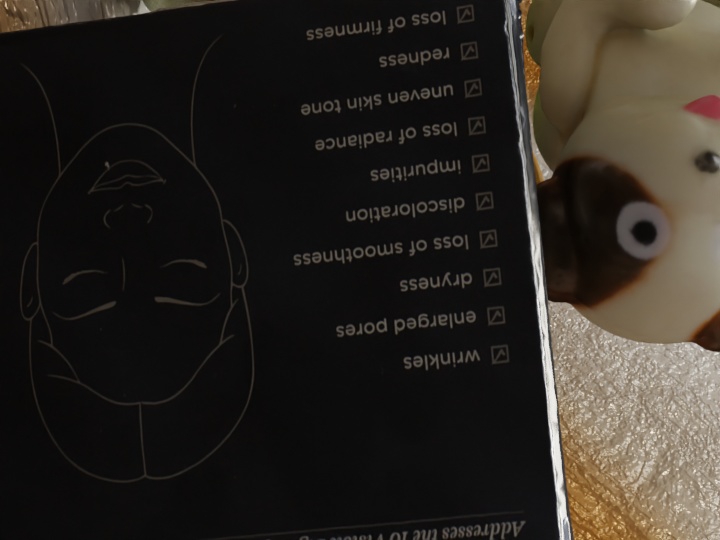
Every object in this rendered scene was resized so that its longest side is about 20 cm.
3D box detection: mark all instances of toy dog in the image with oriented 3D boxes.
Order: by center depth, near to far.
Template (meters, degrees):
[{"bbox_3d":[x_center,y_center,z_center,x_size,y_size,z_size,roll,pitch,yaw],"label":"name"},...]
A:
[{"bbox_3d":[0.122,-0.057,0.644,0.195,0.138,0.201,-56,-165,35],"label":"toy dog"}]

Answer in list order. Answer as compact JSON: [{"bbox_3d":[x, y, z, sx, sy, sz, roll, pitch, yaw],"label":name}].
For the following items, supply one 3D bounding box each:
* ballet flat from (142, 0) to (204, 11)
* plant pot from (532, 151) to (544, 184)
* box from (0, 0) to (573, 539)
[{"bbox_3d":[-0.086,-0.207,0.817,0.201,0.067,0.063,-86,158,-55],"label":"ballet flat"},{"bbox_3d":[0.000,0.000,0.908,0.184,0.197,0.202,104,-15,-64],"label":"plant pot"},{"bbox_3d":[-0.030,0.016,0.531,0.124,0.197,0.199,45,40,-78],"label":"box"}]
